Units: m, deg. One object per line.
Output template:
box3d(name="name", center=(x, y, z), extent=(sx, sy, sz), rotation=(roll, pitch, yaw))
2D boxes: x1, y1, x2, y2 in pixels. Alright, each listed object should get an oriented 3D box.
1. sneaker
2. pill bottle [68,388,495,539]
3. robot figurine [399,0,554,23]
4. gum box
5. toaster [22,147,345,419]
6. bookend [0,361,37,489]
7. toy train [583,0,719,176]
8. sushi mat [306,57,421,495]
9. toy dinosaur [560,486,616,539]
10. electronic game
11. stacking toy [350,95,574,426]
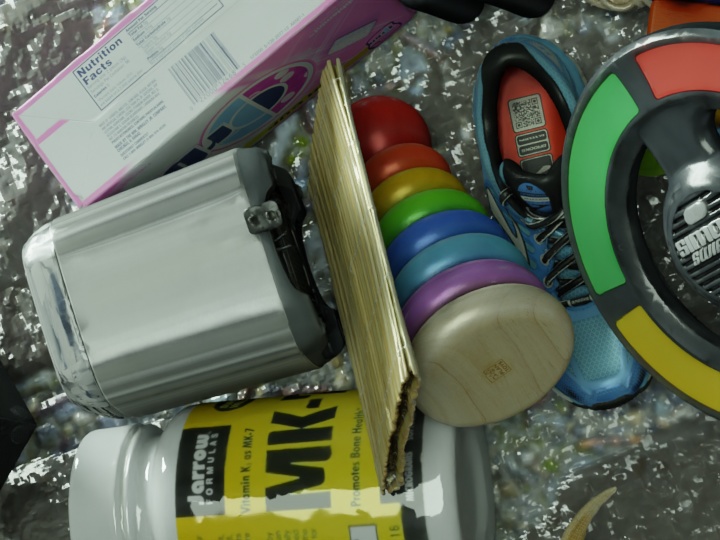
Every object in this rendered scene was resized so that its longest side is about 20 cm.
box3d(name="sneaker", center=(0.093, -0.025, 1.177), extent=(0.078, 0.090, 0.200), rotation=(-19, 82, 12))
box3d(name="pill bottle", center=(-0.039, 0.120, 1.187), extent=(0.200, 0.114, 0.114), rotation=(-6, 84, 13))
box3d(name="robot figurine", center=(0.059, -0.230, 1.182), extent=(0.150, 0.125, 0.200), rotation=(2, 87, -9))
box3d(name="gum box", center=(-0.078, -0.104, 1.212), extent=(0.200, 0.113, 0.066), rotation=(-39, 78, 8))
box3d(name="toaster", center=(-0.085, 0.010, 1.157), extent=(0.129, 0.200, 0.114), rotation=(-19, 86, 3))
box3d(name="bookend", center=(-0.285, 0.095, 1.236), extent=(0.200, 0.092, 0.199), rotation=(-59, 41, 17))
box3d(name="toy train", center=(0.151, -0.097, 1.155), extent=(0.200, 0.085, 0.116), rotation=(13, 62, 35))
box3d(name="sushi mat", center=(0.000, 0.000, 1.132), extent=(0.012, 0.096, 0.200), rotation=(-5, 52, -11))
box3d(name="toy dinosaur", center=(0.084, 0.204, 1.170), extent=(0.101, 0.058, 0.200), rotation=(-1, 94, -2))
box3d(name="electronic game", center=(0.172, -0.017, 1.064), extent=(0.200, 0.042, 0.200), rotation=(26, 129, 36))
box3d(name="stacking toy", center=(0.032, -0.018, 1.166), extent=(0.085, 0.085, 0.200), rotation=(-35, 47, 9))
